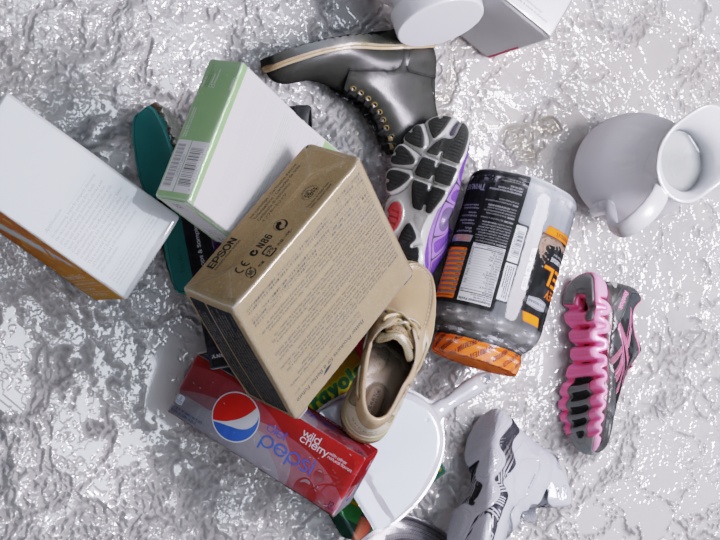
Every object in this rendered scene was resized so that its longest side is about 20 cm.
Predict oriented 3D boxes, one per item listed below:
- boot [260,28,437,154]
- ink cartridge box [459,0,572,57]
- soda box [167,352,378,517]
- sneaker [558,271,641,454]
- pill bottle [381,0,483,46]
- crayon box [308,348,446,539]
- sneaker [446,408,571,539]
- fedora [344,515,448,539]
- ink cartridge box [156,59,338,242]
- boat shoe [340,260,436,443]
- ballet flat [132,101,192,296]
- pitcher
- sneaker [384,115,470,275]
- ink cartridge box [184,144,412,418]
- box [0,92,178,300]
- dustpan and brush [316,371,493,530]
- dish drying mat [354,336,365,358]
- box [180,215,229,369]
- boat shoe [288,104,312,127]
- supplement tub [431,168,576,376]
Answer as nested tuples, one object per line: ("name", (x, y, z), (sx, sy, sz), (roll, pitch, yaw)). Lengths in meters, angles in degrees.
("boot", (0.000, -0.178, 1.699), (0.198, 0.077, 0.140), (-11, 97, -21))
("ink cartridge box", (0.188, -0.339, 1.738), (0.083, 0.146, 0.201), (35, 75, -17))
("soda box", (-0.086, 0.158, 1.603), (0.199, 0.063, 0.070), (31, 98, 10))
("sneaker", (0.277, 0.105, 1.808), (0.095, 0.079, 0.202), (6, 88, -33))
("pill bottle", (0.055, -0.342, 1.672), (0.115, 0.116, 0.202), (-9, 73, -22))
("crayon box", (-0.014, 0.164, 1.693), (0.127, 0.051, 0.201), (-35, 101, -19))
("sneaker", (0.163, 0.253, 1.724), (0.114, 0.075, 0.201), (30, 50, -22))
("fedora", (0.062, 0.358, 1.696), (0.177, 0.090, 0.201), (-42, 103, -18))
("ink cartridge box", (-0.098, -0.090, 1.556), (0.200, 0.048, 0.147), (40, 65, -51))
("boat shoe", (0.037, 0.073, 1.606), (0.071, 0.065, 0.202), (20, 63, -7))
("ballet flat", (-0.179, -0.071, 1.633), (0.071, 0.072, 0.202), (-14, 96, -22))
("pitcher", (0.297, -0.097, 1.747), (0.171, 0.200, 0.122), (-43, 104, -17))
("sneaker", (0.067, -0.067, 1.716), (0.083, 0.080, 0.202), (5, 108, -61))
("ink cartridge box", (-0.055, 0.010, 1.536), (0.200, 0.075, 0.165), (-51, 138, -25))
("box", (-0.291, -0.066, 1.545), (0.199, 0.124, 0.098), (37, 76, -17))
("dustpan and brush", (0.059, 0.159, 1.671), (0.199, 0.057, 0.140), (-32, 87, -11))
("dish drying mat", (0.000, 0.000, 1.680), (0.076, 0.018, 0.201), (-25, 78, 5))
("box", (-0.121, -0.012, 1.618), (0.143, 0.036, 0.202), (-17, 99, -65))
("boat shoe", (-0.061, -0.067, 1.648), (0.062, 0.074, 0.204), (-8, 96, 4))
("supplement tub", (0.148, 0.003, 1.725), (0.122, 0.122, 0.202), (20, 82, -20))
